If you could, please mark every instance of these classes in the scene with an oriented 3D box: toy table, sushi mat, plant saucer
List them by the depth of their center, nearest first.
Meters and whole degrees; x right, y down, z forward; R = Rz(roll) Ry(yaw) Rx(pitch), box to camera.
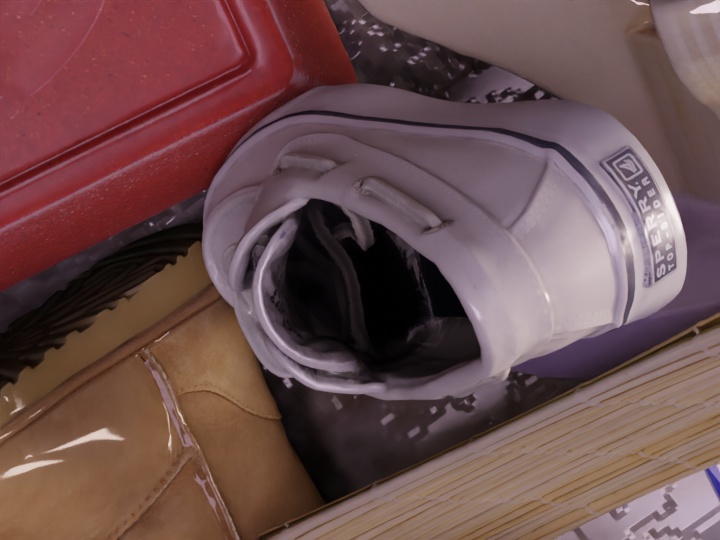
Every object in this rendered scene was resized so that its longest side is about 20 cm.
[{"bbox_3d":[0.097,-0.061,0.724,0.199,0.184,0.117,-22,119,6],"label":"toy table"},{"bbox_3d":[0.064,0.046,0.740,0.095,0.200,0.012,6,67,-36],"label":"sushi mat"},{"bbox_3d":[-0.119,-0.088,0.756,0.199,0.037,0.200,-27,104,-12],"label":"plant saucer"}]

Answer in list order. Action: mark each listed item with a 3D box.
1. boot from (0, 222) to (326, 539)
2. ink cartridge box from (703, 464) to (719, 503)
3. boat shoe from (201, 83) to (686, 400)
[{"bbox_3d":[-0.056,0.110,0.790,0.175,0.066,0.201,-33,105,-32],"label":"boot"},{"bbox_3d":[0.181,0.006,0.776,0.199,0.037,0.095,-26,98,10],"label":"ink cartridge box"},{"bbox_3d":[0.000,0.000,0.707,0.066,0.200,0.072,-29,107,-25],"label":"boat shoe"}]
